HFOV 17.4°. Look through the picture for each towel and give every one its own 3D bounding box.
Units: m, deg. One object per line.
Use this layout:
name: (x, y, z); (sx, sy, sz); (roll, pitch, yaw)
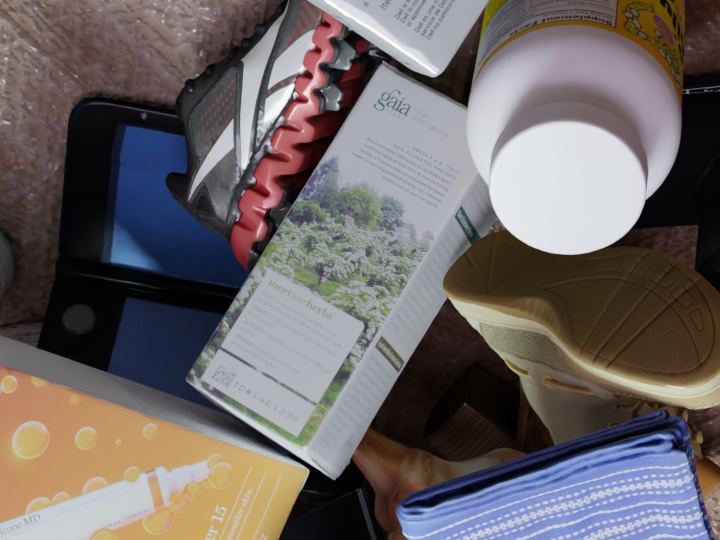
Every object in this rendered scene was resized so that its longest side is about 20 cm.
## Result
towel: (0.106, 0.141, 1.174); (0.145, 0.024, 0.200); (-18, 146, 5)

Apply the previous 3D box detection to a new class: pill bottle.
pill bottle: (0.107, -0.091, 1.158); (0.104, 0.200, 0.104); (4, 124, 6)

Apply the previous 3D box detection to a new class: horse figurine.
horse figurine: (0.070, 0.134, 1.291); (0.200, 0.133, 0.050); (5, 125, -29)

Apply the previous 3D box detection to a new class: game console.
game console: (-0.081, 0.017, 1.313); (0.200, 0.171, 0.118); (10, 151, 3)

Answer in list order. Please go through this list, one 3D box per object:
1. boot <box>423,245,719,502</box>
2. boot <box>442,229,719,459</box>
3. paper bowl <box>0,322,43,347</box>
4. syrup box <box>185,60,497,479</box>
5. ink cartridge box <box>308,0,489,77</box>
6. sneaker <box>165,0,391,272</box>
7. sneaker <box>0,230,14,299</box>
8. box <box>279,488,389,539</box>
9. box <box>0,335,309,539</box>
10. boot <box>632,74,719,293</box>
boot: (0.150, 0.080, 1.344); (0.155, 0.074, 0.200); (34, 134, -12)
boot: (0.141, 0.064, 1.188); (0.200, 0.073, 0.155); (17, 146, 52)
paper bowl: (-0.188, 0.139, 1.413); (0.201, 0.104, 0.201); (5, 125, 7)
syrup box: (0.000, 0.000, 1.234); (0.079, 0.081, 0.200); (29, 82, 18)
ink cartridge box: (-0.012, -0.209, 1.137); (0.200, 0.083, 0.147); (33, 92, -13)
sneaker: (-0.045, -0.101, 1.249); (0.098, 0.071, 0.201); (29, 110, 18)
sneaker: (-0.280, -0.026, 1.301); (0.080, 0.131, 0.200); (-33, 112, 27)
box: (-0.019, 0.222, 1.388); (0.200, 0.104, 0.182); (-28, 156, 24)
box: (-0.149, 0.117, 1.217); (0.200, 0.097, 0.124); (21, 93, -31)
boot: (0.175, -0.034, 1.205); (0.200, 0.168, 0.076); (-15, 119, 18)
